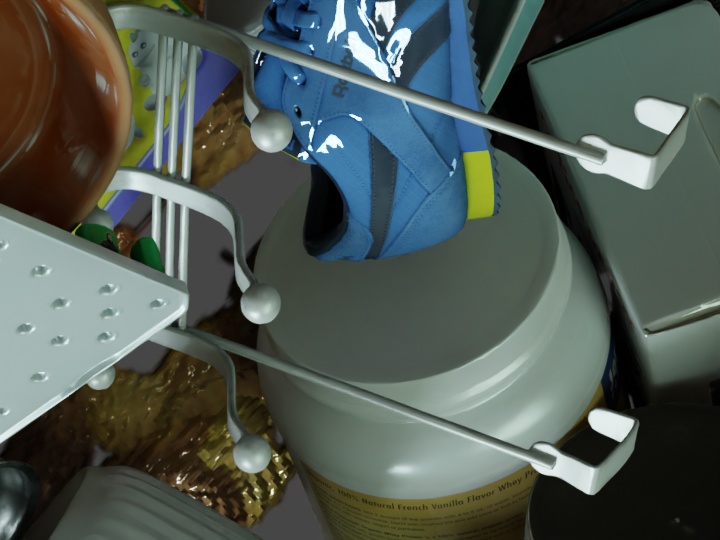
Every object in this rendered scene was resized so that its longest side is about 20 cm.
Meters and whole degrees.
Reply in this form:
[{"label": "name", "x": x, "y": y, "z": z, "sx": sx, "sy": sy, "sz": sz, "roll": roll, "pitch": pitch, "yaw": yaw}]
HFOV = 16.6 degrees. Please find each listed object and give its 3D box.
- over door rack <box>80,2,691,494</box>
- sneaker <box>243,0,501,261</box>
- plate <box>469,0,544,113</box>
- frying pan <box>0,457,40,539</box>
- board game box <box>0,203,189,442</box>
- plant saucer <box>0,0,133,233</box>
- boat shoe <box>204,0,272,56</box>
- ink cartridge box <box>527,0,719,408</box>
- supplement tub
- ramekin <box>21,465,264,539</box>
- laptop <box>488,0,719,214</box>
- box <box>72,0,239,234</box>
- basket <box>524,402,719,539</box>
[{"label": "over door rack", "x": 0.000, "y": 0.000, "z": 0.819, "sx": 0.067, "sy": 0.199, "sz": 0.148, "roll": -69, "pitch": 168, "yaw": -50}, {"label": "sneaker", "x": -0.005, "y": -0.081, "z": 0.832, "sx": 0.078, "sy": 0.066, "sz": 0.201, "roll": -19, "pitch": 132, "yaw": -8}, {"label": "plate", "x": 0.075, "y": -0.146, "z": 0.927, "sx": 0.201, "sy": 0.025, "sz": 0.200, "roll": -63, "pitch": 177, "yaw": -7}, {"label": "frying pan", "x": -0.174, "y": 0.131, "z": 0.939, "sx": 0.115, "sy": 0.031, "sz": 0.190, "roll": -34, "pitch": 159, "yaw": -33}, {"label": "board game box", "x": -0.187, "y": 0.023, "z": 0.756, "sx": 0.199, "sy": 0.026, "sz": 0.200, "roll": -34, "pitch": 146, "yaw": 24}, {"label": "plant saucer", "x": -0.166, "y": -0.042, "z": 0.719, "sx": 0.199, "sy": 0.032, "sz": 0.201, "roll": -13, "pitch": 148, "yaw": -9}, {"label": "boat shoe", "x": 0.025, "y": -0.153, "z": 0.879, "sx": 0.068, "sy": 0.072, "sz": 0.201, "roll": 24, "pitch": 103, "yaw": -38}, {"label": "ink cartridge box", "x": 0.141, "y": 0.007, "z": 1.046, "sx": 0.083, "sy": 0.145, "sz": 0.200, "roll": -19, "pitch": 146, "yaw": -1}, {"label": "supplement tub", "x": 0.038, "y": 0.056, "z": 1.014, "sx": 0.144, "sy": 0.144, "sz": 0.201, "roll": -40, "pitch": 142, "yaw": -17}, {"label": "ramekin", "x": -0.106, "y": 0.166, "z": 0.917, "sx": 0.201, "sy": 0.105, "sz": 0.200, "roll": -52, "pitch": -174, "yaw": 8}, {"label": "laptop", "x": 0.139, "y": -0.115, "z": 1.099, "sx": 0.177, "sy": 0.103, "sz": 0.201, "roll": 43, "pitch": 60, "yaw": -54}, {"label": "box", "x": -0.133, "y": -0.076, "z": 0.802, "sx": 0.118, "sy": 0.048, "sz": 0.200, "roll": -52, "pitch": 142, "yaw": 0}, {"label": "basket", "x": 0.126, "y": 0.163, "z": 0.972, "sx": 0.180, "sy": 0.136, "sz": 0.201, "roll": -27, "pitch": 134, "yaw": -19}]
